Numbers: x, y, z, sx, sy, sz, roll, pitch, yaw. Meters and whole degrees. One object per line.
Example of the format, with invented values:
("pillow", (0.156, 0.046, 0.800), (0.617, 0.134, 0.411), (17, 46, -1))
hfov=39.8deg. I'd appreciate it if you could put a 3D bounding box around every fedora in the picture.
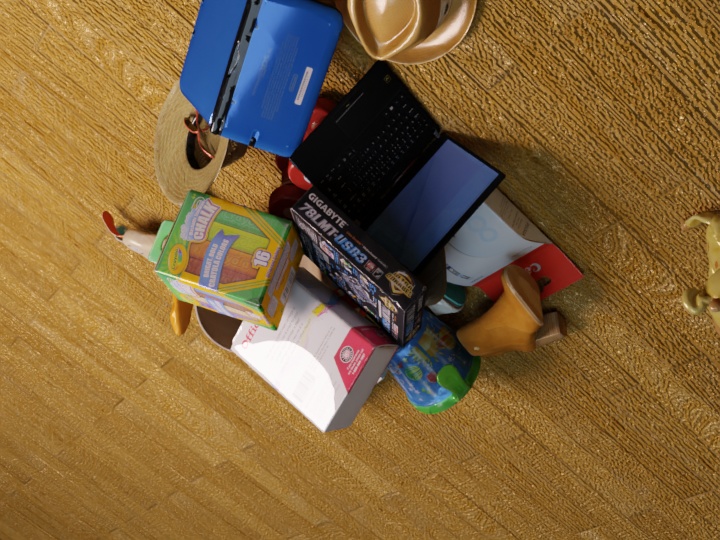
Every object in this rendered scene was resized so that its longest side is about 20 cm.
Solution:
("fedora", (0.039, -0.312, 1.152), (0.197, 0.082, 0.203), (16, 138, 15))

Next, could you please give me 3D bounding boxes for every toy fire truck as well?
("toy fire truck", (-0.030, -0.130, 1.368), (0.165, 0.114, 0.201), (17, 142, -16))

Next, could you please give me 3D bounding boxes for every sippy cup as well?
("sippy cup", (0.094, 0.125, 1.511), (0.176, 0.141, 0.130), (-13, 133, 44))

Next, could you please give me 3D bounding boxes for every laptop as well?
("laptop", (0.045, -0.130, 1.246), (0.200, 0.178, 0.103), (46, 173, -21))

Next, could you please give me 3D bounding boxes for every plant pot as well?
("plant pot", (-0.167, 0.006, 1.517), (0.196, 0.135, 0.204), (-10, 120, -17))

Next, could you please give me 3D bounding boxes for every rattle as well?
("rattle", (-0.355, 0.003, 1.636), (0.197, 0.145, 0.130), (20, -179, -3))

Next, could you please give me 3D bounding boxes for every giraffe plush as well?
("giraffe plush", (0.468, 0.017, 1.190), (0.171, 0.163, 0.200), (-22, 120, 41))

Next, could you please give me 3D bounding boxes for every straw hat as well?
("straw hat", (-0.204, -0.186, 1.401), (0.084, 0.205, 0.199), (6, 159, -44))

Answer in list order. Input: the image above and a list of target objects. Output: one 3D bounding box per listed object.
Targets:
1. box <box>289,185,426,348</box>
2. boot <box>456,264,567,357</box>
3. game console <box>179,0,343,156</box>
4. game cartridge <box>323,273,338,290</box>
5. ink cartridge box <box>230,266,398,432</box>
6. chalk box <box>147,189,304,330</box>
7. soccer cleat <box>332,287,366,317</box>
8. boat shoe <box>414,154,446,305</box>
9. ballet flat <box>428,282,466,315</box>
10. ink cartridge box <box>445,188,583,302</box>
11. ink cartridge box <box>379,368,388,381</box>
("box", (0.000, 0.000, 1.309), (0.198, 0.050, 0.200), (41, 169, 13))
("boot", (0.198, 0.071, 1.427), (0.142, 0.072, 0.201), (-19, 143, 26))
("game console", (-0.130, -0.274, 1.255), (0.168, 0.119, 0.202), (16, 118, -13))
("game cartridge", (-0.013, -0.007, 1.468), (0.198, 0.040, 0.135), (26, 150, 42))
("ink cartridge box", (-0.067, 0.107, 1.407), (0.199, 0.085, 0.149), (39, 106, 26))
("chalk box", (-0.192, -0.019, 1.335), (0.196, 0.126, 0.124), (17, 163, 11))
("soccer cleat", (-0.034, 0.087, 1.500), (0.069, 0.085, 0.201), (48, 126, 20))
("boat shoe", (0.084, -0.056, 1.343), (0.072, 0.204, 0.066), (6, 179, -11))
("ballet flat", (0.070, 0.001, 1.465), (0.199, 0.070, 0.069), (41, 137, -19))
("ink cartridge box", (0.190, -0.013, 1.400), (0.200, 0.048, 0.159), (42, 137, -14))
("ink cartridge box", (-0.054, 0.150, 1.668), (0.144, 0.085, 0.200), (38, 136, -11))
